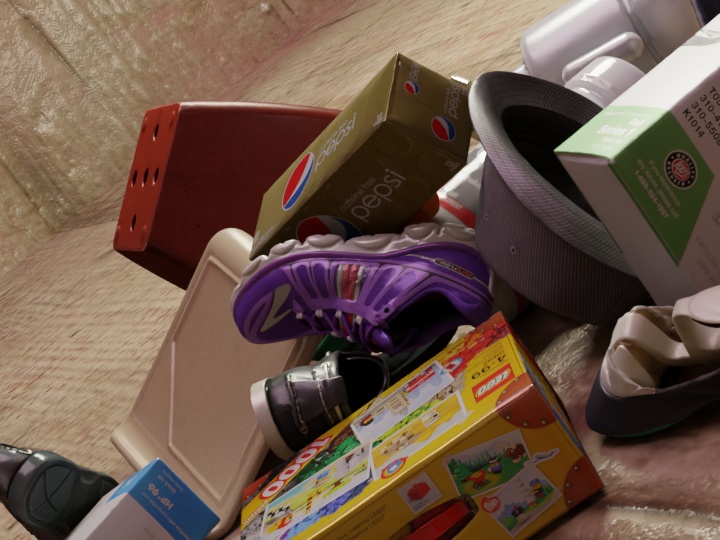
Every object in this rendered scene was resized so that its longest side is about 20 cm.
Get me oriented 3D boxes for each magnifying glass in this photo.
[{"bbox_3d":[0.000,0.000,1.344,0.200,0.022,0.080,-45,37,46],"label":"magnifying glass"}]

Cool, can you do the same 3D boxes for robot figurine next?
[{"bbox_3d":[0.217,-0.188,1.569,0.200,0.113,0.170,-32,7,20],"label":"robot figurine"}]

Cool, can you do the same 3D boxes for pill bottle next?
[{"bbox_3d":[0.137,-0.062,1.357,0.200,0.114,0.114,-42,15,-17],"label":"pill bottle"}]

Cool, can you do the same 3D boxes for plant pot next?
[{"bbox_3d":[-0.115,-0.061,1.666,0.200,0.176,0.201,-176,99,-70],"label":"plant pot"}]

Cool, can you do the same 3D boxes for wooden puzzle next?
[{"bbox_3d":[-0.103,0.084,1.405,0.185,0.037,0.200,37,99,52],"label":"wooden puzzle"}]

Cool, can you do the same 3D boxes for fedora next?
[{"bbox_3d":[0.135,-0.035,1.206,0.176,0.200,0.090,3,-51,-43],"label":"fedora"}]

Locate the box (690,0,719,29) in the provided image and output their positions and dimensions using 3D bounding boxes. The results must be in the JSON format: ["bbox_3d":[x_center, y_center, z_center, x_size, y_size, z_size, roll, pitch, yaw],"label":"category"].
[{"bbox_3d":[0.347,-0.226,1.284,0.200,0.105,0.148,-27,-13,38],"label":"box"}]

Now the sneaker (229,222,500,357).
[{"bbox_3d":[-0.001,0.023,1.259,0.199,0.081,0.084,-12,52,24],"label":"sneaker"}]

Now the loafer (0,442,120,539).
[{"bbox_3d":[-0.232,0.171,1.387,0.072,0.063,0.200,-60,-21,-15],"label":"loafer"}]

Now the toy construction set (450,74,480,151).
[{"bbox_3d":[0.078,-0.090,1.666,0.131,0.092,0.200,-14,37,58],"label":"toy construction set"}]

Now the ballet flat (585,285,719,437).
[{"bbox_3d":[0.182,0.041,0.997,0.200,0.073,0.073,-20,22,49],"label":"ballet flat"}]

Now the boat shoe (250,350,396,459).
[{"bbox_3d":[-0.005,0.088,1.232,0.067,0.072,0.200,-29,-10,16],"label":"boat shoe"}]

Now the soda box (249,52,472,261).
[{"bbox_3d":[-0.001,-0.063,1.279,0.200,0.068,0.064,-43,28,48],"label":"soda box"}]

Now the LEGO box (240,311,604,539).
[{"bbox_3d":[0.030,0.128,1.076,0.200,0.077,0.149,-35,14,6],"label":"LEGO box"}]

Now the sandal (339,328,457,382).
[{"bbox_3d":[-0.014,0.079,1.401,0.200,0.048,0.075,-30,15,31],"label":"sandal"}]

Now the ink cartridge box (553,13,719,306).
[{"bbox_3d":[0.239,-0.072,1.074,0.200,0.146,0.084,-40,15,-10],"label":"ink cartridge box"}]

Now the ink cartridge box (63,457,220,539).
[{"bbox_3d":[-0.201,0.233,1.283,0.200,0.068,0.116,-48,6,-37],"label":"ink cartridge box"}]
